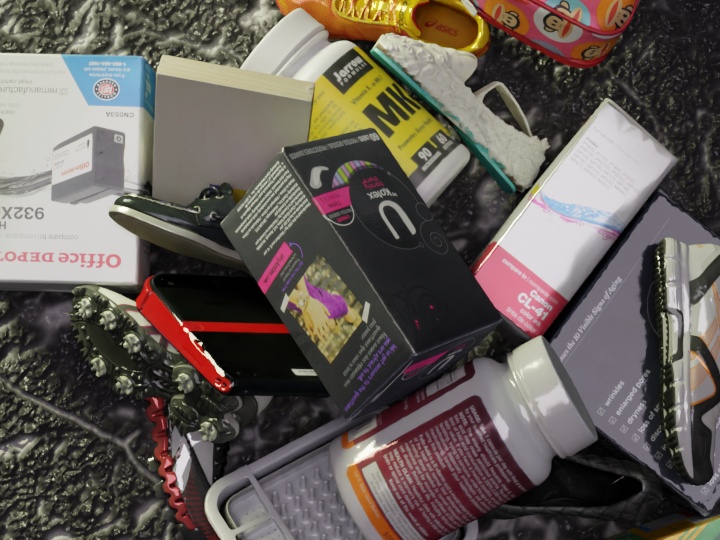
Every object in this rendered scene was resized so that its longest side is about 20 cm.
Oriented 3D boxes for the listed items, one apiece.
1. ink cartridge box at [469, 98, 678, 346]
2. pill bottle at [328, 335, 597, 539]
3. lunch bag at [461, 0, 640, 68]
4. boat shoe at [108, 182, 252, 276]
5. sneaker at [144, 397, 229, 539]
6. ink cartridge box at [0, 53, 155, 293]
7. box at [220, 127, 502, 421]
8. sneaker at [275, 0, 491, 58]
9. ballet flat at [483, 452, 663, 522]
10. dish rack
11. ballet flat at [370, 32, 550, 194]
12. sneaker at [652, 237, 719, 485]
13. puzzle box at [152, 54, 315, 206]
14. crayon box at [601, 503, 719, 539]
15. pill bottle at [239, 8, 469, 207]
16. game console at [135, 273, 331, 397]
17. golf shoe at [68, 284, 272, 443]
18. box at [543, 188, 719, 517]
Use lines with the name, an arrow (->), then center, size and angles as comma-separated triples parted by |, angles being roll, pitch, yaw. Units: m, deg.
ink cartridge box -> 0.173, -0.036, 1.539 | 0.085, 0.148, 0.200 | 40, 87, 2
pill bottle -> 0.084, 0.142, 1.445 | 0.199, 0.114, 0.115 | -30, 86, 10
lunch bag -> 0.176, -0.295, 1.569 | 0.175, 0.082, 0.201 | 27, 66, 0
boat shoe -> -0.115, -0.040, 1.520 | 0.197, 0.074, 0.067 | 18, 78, -11
sneaker -> -0.140, 0.145, 1.560 | 0.097, 0.071, 0.203 | -14, 85, 1
ink cartridge box -> -0.258, -0.084, 1.569 | 0.143, 0.084, 0.203 | 1, 86, -1
box -> 0.000, 0.000, 1.444 | 0.106, 0.122, 0.201 | -45, 73, 39
sneaker -> 0.022, -0.236, 1.588 | 0.198, 0.077, 0.074 | 10, 85, 1
ballet flat -> 0.154, 0.173, 1.487 | 0.198, 0.057, 0.067 | 0, 68, 20
dish rack -> -0.016, 0.219, 1.526 | 0.199, 0.044, 0.172 | -26, 57, -20
ballet flat -> 0.092, -0.152, 1.568 | 0.200, 0.072, 0.072 | 43, 86, -23
sneaker -> 0.283, 0.073, 1.448 | 0.079, 0.074, 0.203 | 0, 86, -2
puzzle box -> -0.113, -0.093, 1.528 | 0.131, 0.201, 0.026 | 10, 49, 0
crayon box -> 0.264, 0.244, 1.530 | 0.198, 0.126, 0.052 | -19, 87, -2
pill bottle -> -0.011, -0.127, 1.561 | 0.200, 0.114, 0.114 | 43, 86, 2
game console -> -0.074, 0.058, 1.491 | 0.198, 0.177, 0.031 | 3, 119, -38
golf shoe -> -0.162, 0.072, 1.512 | 0.199, 0.088, 0.078 | 33, 128, 21
box -> 0.270, 0.072, 1.544 | 0.196, 0.124, 0.201 | 37, 87, 1
